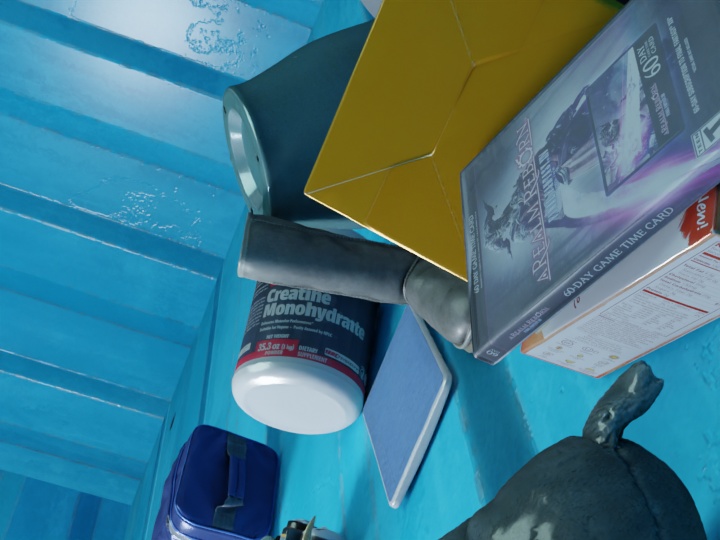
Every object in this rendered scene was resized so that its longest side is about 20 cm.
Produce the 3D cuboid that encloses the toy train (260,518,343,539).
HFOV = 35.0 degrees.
[{"bbox_3d":[-0.068,0.331,1.061,0.114,0.085,0.200,-17,52,59],"label":"toy train"}]

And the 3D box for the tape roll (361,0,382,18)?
[{"bbox_3d":[0.088,-0.275,0.962,0.066,0.200,0.200,129,156,-61],"label":"tape roll"}]

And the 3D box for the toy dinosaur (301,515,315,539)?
[{"bbox_3d":[-0.056,0.317,0.982,0.200,0.101,0.058,-107,2,-48],"label":"toy dinosaur"}]

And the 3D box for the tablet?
[{"bbox_3d":[0.041,0.116,1.040,0.200,0.014,0.130,-113,43,-71],"label":"tablet"}]

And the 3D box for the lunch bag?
[{"bbox_3d":[-0.187,0.305,1.482,0.200,0.136,0.132,-90,22,-56],"label":"lunch bag"}]

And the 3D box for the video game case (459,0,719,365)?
[{"bbox_3d":[0.120,-0.060,0.585,0.200,0.019,0.143,-44,31,38],"label":"video game case"}]

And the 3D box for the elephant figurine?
[{"bbox_3d":[0.110,0.170,0.439,0.141,0.155,0.200,-28,31,1],"label":"elephant figurine"}]

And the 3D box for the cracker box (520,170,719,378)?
[{"bbox_3d":[0.161,-0.035,0.616,0.200,0.058,0.134,133,153,-62],"label":"cracker box"}]

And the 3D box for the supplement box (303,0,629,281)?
[{"bbox_3d":[0.087,-0.133,0.773,0.197,0.133,0.200,-65,-8,28],"label":"supplement box"}]

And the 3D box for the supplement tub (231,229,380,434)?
[{"bbox_3d":[-0.053,0.062,1.236,0.140,0.140,0.200,126,159,-54],"label":"supplement tub"}]

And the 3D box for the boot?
[{"bbox_3d":[-0.001,0.002,0.941,0.182,0.200,0.073,-141,69,-78],"label":"boot"}]

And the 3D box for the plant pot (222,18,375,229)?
[{"bbox_3d":[-0.020,-0.123,1.051,0.200,0.188,0.200,163,90,-74],"label":"plant pot"}]
